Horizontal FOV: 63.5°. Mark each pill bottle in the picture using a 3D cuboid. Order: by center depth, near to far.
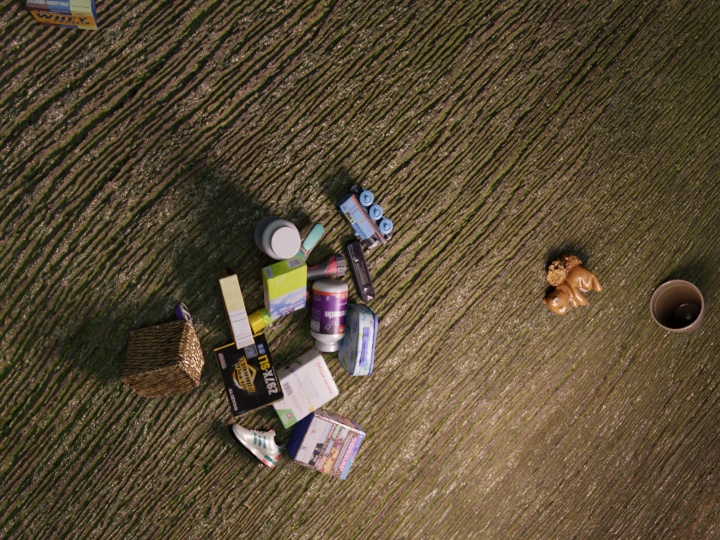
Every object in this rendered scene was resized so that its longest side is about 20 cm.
[{"bbox_3d":[-0.230,-0.090,1.620,0.105,0.199,0.113,-4,101,-20],"label":"pill bottle"},{"bbox_3d":[-0.096,0.135,1.764,0.109,0.112,0.208,-1,100,-22],"label":"pill bottle"}]

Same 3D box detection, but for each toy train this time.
[{"bbox_3d":[0.014,-0.160,1.774,0.113,0.087,0.202,-39,110,-4],"label":"toy train"}]

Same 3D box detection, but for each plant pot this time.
[{"bbox_3d":[1.280,0.161,2.313,0.171,0.198,0.205,25,90,-41],"label":"plant pot"}]

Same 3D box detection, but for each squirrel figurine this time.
[{"bbox_3d":[0.736,0.051,2.101,0.184,0.142,0.203,-34,97,-2],"label":"squirrel figurine"}]

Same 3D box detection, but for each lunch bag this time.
[{"bbox_3d":[-0.008,0.212,1.789,0.080,0.160,0.208,2,98,-21],"label":"lunch bag"}]

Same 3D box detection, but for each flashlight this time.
[{"bbox_3d":[-0.142,-0.005,1.751,0.193,0.068,0.071,-9,95,-15],"label":"flashlight"}]

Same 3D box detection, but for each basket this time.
[{"bbox_3d":[-0.529,0.245,1.589,0.193,0.153,0.144,-14,140,10],"label":"basket"}]

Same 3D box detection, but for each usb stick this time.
[{"bbox_3d":[0.000,0.000,1.824,0.054,0.032,0.206,-25,108,-25],"label":"usb stick"}]

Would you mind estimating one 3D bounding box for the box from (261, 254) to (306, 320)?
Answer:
[{"bbox_3d":[-0.212,0.050,1.640,0.119,0.048,0.203,-21,149,-20],"label":"box"}]

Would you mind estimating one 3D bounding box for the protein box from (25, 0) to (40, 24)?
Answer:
[{"bbox_3d":[-0.683,-0.680,1.326,0.130,0.199,0.207,-3,101,-20],"label":"protein box"}]

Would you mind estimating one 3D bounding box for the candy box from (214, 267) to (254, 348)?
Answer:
[{"bbox_3d":[-0.359,0.104,1.649,0.054,0.115,0.207,-17,105,-17],"label":"candy box"}]

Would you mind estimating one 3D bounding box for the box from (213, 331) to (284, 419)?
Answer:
[{"bbox_3d":[-0.322,0.303,1.683,0.155,0.050,0.206,-16,74,-17],"label":"box"}]

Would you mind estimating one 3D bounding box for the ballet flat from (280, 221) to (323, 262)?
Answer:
[{"bbox_3d":[-0.183,-0.062,1.712,0.201,0.064,0.071,-51,126,-19],"label":"ballet flat"}]

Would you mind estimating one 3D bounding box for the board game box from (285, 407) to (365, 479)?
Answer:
[{"bbox_3d":[-0.111,0.539,1.840,0.196,0.096,0.163,27,89,-24],"label":"board game box"}]

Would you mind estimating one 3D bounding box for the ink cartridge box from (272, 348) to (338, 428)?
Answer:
[{"bbox_3d":[-0.185,0.358,1.783,0.196,0.084,0.148,-30,109,-14],"label":"ink cartridge box"}]

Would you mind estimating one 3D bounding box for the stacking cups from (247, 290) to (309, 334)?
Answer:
[{"bbox_3d":[-0.242,0.113,1.727,0.196,0.060,0.062,-30,109,-15],"label":"stacking cups"}]

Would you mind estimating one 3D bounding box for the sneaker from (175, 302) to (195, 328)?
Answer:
[{"bbox_3d":[-0.503,0.196,1.630,0.080,0.081,0.208,-4,99,-10],"label":"sneaker"}]

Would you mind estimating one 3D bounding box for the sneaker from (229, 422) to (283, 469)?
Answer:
[{"bbox_3d":[-0.314,0.512,1.777,0.201,0.070,0.094,49,63,-20],"label":"sneaker"}]
